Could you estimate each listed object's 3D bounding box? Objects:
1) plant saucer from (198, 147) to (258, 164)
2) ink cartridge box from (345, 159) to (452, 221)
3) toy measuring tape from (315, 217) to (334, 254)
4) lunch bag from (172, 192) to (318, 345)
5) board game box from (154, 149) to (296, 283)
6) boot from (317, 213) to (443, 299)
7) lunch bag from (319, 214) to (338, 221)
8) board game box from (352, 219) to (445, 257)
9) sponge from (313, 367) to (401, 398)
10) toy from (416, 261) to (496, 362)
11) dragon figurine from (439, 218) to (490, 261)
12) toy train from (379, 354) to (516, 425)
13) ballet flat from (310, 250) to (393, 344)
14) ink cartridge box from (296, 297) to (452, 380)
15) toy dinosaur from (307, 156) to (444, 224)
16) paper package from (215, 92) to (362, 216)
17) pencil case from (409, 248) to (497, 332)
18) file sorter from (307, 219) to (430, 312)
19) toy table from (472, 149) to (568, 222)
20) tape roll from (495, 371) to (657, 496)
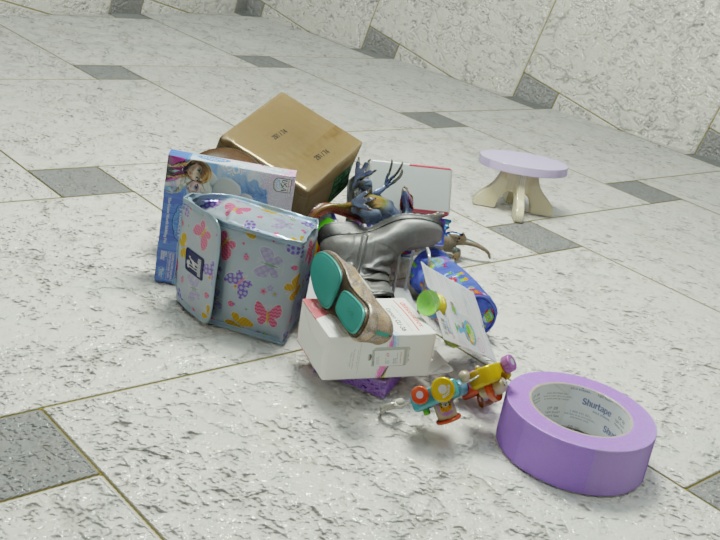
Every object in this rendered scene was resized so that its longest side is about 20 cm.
[{"bbox_3d":[-0.235,-0.100,1.680,0.197,0.204,0.037,19,1,20],"label":"plant saucer"},{"bbox_3d":[0.062,-0.127,1.811,0.142,0.085,0.200,4,-6,-11],"label":"ink cartridge box"},{"bbox_3d":[-0.100,-0.022,1.777,0.199,0.075,0.073,-34,44,-30],"label":"toy measuring tape"},{"bbox_3d":[-0.175,-0.006,1.518,0.196,0.172,0.127,18,24,9],"label":"lunch bag"},{"bbox_3d":[-0.208,-0.069,1.613,0.195,0.204,0.043,8,19,-5],"label":"board game box"},{"bbox_3d":[0.036,-0.007,1.530,0.196,0.070,0.133,-8,54,-6],"label":"boot"},{"bbox_3d":[-0.157,-0.119,1.891,0.168,0.129,0.200,-9,40,-40],"label":"lunch bag"},{"bbox_3d":[0.053,-0.060,1.821,0.132,0.046,0.200,5,-6,-13],"label":"board game box"},{"bbox_3d":[0.020,0.116,1.503,0.110,0.030,0.200,17,23,17],"label":"sponge"},{"bbox_3d":[0.128,0.069,1.504,0.047,0.117,0.199,-23,-24,18],"label":"toy"},{"bbox_3d":[0.150,-0.062,1.979,0.196,0.060,0.100,0,24,-23],"label":"dragon figurine"},{"bbox_3d":[0.129,0.167,1.372,0.197,0.150,0.056,-14,75,-34],"label":"toy train"},{"bbox_3d":[-0.010,0.040,1.386,0.066,0.069,0.201,19,21,-30],"label":"ballet flat"},{"bbox_3d":[0.025,0.090,1.434,0.196,0.069,0.117,0,24,-24],"label":"ink cartridge box"},{"bbox_3d":[0.023,-0.106,1.628,0.196,0.107,0.182,-16,-21,7],"label":"toy dinosaur"},{"bbox_3d":[-0.125,-0.184,1.788,0.189,0.104,0.200,33,41,9],"label":"paper package"},{"bbox_3d":[0.144,0.037,1.700,0.085,0.079,0.200,-18,30,-14],"label":"pencil case"},{"bbox_3d":[0.000,0.000,1.654,0.196,0.127,0.139,7,21,-9],"label":"file sorter"},{"bbox_3d":[0.350,-0.190,2.323,0.196,0.119,0.184,13,21,6],"label":"toy table"},{"bbox_3d":[0.277,0.206,1.356,0.196,0.067,0.201,10,20,-4],"label":"tape roll"}]
